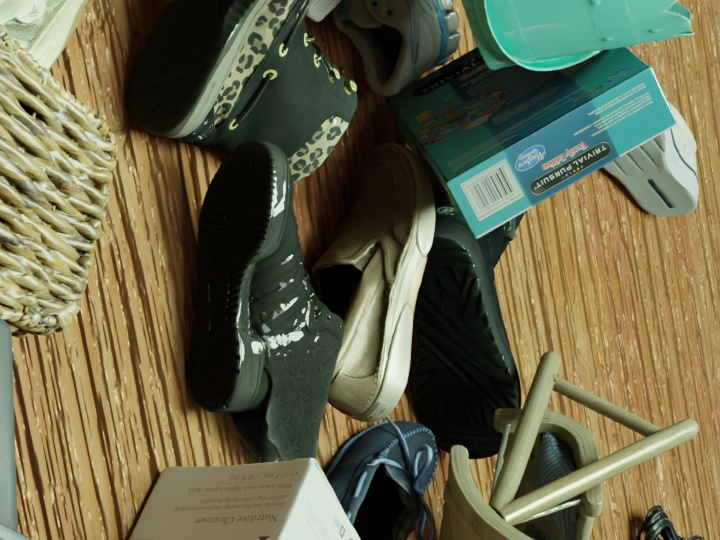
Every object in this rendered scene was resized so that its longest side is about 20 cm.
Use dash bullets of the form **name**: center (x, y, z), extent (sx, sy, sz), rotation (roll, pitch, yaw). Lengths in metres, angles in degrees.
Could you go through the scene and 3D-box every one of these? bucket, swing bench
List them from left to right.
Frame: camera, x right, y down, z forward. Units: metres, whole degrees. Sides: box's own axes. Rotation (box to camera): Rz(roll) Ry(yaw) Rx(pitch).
- **swing bench**: center (0.116, 0.199, 1.716), extent (0.200, 0.129, 0.200), rotation (-39, 146, -47)
- **bucket**: center (0.125, -0.228, 1.625), extent (0.207, 0.134, 0.209), rotation (-15, 90, -80)

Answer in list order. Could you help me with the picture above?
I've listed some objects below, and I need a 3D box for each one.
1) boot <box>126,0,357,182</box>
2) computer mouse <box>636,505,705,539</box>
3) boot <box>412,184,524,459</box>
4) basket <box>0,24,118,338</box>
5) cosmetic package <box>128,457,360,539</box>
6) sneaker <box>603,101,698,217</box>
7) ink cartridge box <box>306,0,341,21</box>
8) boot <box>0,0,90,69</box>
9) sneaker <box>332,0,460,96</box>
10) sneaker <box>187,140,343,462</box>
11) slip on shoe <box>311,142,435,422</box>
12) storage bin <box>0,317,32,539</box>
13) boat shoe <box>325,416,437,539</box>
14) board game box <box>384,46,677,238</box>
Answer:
- **boot**: center (-0.044, -0.153, 1.570), extent (0.204, 0.073, 0.154), rotation (-57, 148, 2)
- **computer mouse**: center (0.253, 0.305, 2.083), extent (0.138, 0.052, 0.201), rotation (42, 40, -50)
- **boot**: center (0.087, 0.009, 1.814), extent (0.168, 0.076, 0.201), rotation (-63, 147, -52)
- **basket**: center (-0.234, -0.045, 1.210), extent (0.200, 0.148, 0.144), rotation (46, 47, -49)
- **cosmetic package**: center (-0.088, 0.208, 1.456), extent (0.081, 0.112, 0.201), rotation (62, 35, -34)
- **sneaker**: center (0.225, -0.116, 2.091), extent (0.200, 0.073, 0.071), rotation (51, 34, -56)
- **ink cartridge box**: center (-0.051, -0.254, 1.576), extent (0.200, 0.116, 0.067), rotation (38, 11, -51)
- **boot**: center (-0.199, -0.207, 1.378), extent (0.155, 0.072, 0.201), rotation (56, 41, -36)
- **sneaker**: center (0.007, -0.209, 1.725), extent (0.087, 0.075, 0.201), rotation (-48, 125, -43)
- **sneaker**: center (-0.052, 0.023, 1.581), extent (0.104, 0.060, 0.201), rotation (6, 94, -50)
- **slip on shoe**: center (0.000, 0.000, 1.684), extent (0.060, 0.076, 0.201), rotation (23, 62, -28)
- **storage bin**: center (-0.248, 0.082, 1.140), extent (0.145, 0.199, 0.135), rotation (37, 44, -50)
- **boat shoe**: center (0.012, 0.161, 1.671), extent (0.200, 0.068, 0.085), rotation (-47, 125, -52)
- **board game box**: center (0.110, -0.106, 1.710), extent (0.047, 0.150, 0.200), rotation (61, 0, -22)
